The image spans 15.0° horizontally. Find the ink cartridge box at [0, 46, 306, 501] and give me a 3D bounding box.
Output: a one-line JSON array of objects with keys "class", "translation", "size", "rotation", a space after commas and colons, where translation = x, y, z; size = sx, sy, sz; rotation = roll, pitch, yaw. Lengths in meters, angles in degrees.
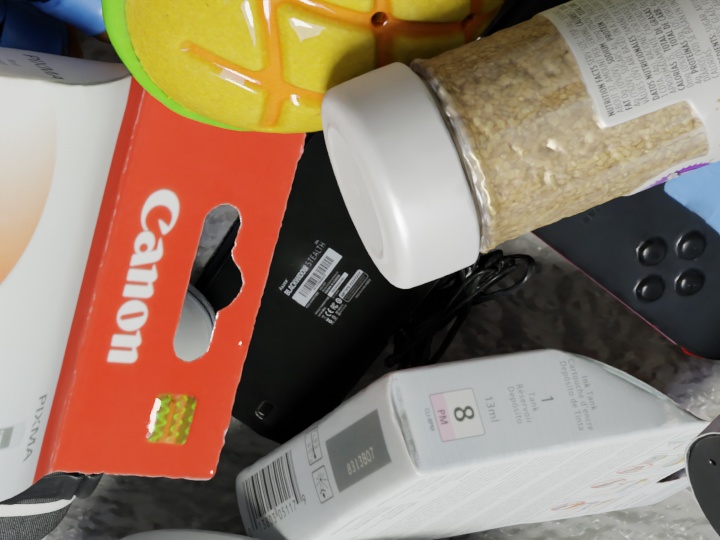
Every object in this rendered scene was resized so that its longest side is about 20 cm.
[{"class": "ink cartridge box", "translation": [-0.111, 0.008, 0.941], "size": [0.200, 0.050, 0.162], "rotation": [6, 108, -30]}]

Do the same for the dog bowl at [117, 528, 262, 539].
[{"class": "dog bowl", "translation": [-0.040, 0.199, 1.170], "size": [0.200, 0.079, 0.200], "rotation": [16, 146, 11]}]

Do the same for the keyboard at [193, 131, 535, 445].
[{"class": "keyboard", "translation": [0.000, 0.000, 1.097], "size": [0.104, 0.040, 0.200], "rotation": [35, 135, -3]}]

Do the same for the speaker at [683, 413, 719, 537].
[{"class": "speaker", "translation": [0.208, 0.030, 0.992], "size": [0.081, 0.200, 0.081], "rotation": [37, 152, 23]}]

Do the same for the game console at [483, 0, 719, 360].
[{"class": "game console", "translation": [0.142, -0.074, 0.939], "size": [0.177, 0.031, 0.200], "rotation": [35, 103, -36]}]

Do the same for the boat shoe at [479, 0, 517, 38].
[{"class": "boat shoe", "translation": [0.101, -0.041, 1.012], "size": [0.072, 0.068, 0.200], "rotation": [-21, 137, 21]}]

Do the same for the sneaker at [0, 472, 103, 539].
[{"class": "sneaker", "translation": [-0.197, 0.053, 1.130], "size": [0.200, 0.073, 0.112], "rotation": [16, 135, -30]}]

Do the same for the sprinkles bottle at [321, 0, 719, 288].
[{"class": "sprinkles bottle", "translation": [0.090, -0.060, 0.870], "size": [0.200, 0.068, 0.068], "rotation": [-22, 140, -9]}]

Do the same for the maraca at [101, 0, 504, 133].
[{"class": "maraca", "translation": [0.006, -0.122, 0.891], "size": [0.200, 0.107, 0.137], "rotation": [-38, 137, 9]}]

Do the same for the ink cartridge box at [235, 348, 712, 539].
[{"class": "ink cartridge box", "translation": [0.069, 0.071, 1.127], "size": [0.200, 0.057, 0.163], "rotation": [-11, 166, -28]}]

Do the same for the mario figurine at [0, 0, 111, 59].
[{"class": "mario figurine", "translation": [-0.164, -0.135, 0.915], "size": [0.200, 0.106, 0.124], "rotation": [24, 99, -40]}]

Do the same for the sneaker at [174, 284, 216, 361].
[{"class": "sneaker", "translation": [-0.147, 0.021, 1.056], "size": [0.200, 0.073, 0.071], "rotation": [7, -176, -20]}]
